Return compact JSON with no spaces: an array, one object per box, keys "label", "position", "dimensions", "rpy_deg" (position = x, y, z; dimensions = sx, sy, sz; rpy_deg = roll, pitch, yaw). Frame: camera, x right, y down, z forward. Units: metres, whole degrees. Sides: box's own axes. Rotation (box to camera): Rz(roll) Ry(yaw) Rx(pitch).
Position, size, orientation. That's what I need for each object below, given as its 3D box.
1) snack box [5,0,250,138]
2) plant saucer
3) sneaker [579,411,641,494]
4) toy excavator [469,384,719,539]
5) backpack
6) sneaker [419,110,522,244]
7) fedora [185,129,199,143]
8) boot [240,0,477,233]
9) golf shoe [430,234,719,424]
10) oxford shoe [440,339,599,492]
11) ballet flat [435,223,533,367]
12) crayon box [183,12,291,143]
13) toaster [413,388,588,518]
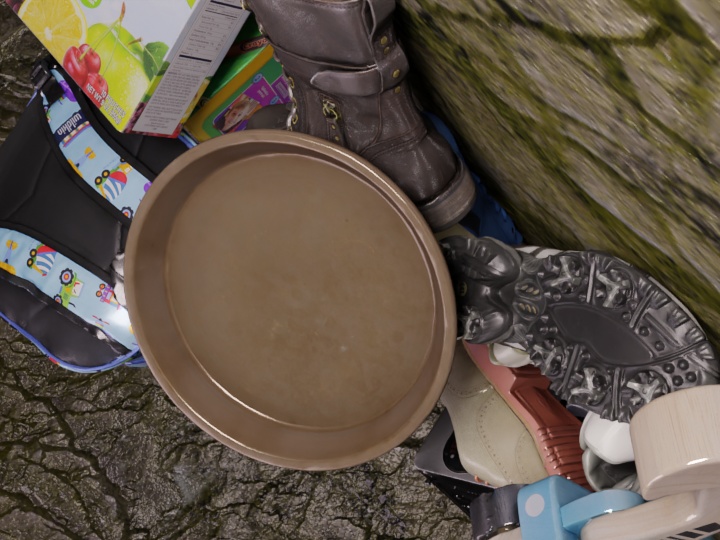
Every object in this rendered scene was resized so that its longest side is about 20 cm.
[{"label":"snack box","position":[-0.147,-0.195,0.713],"dimensions":[0.200,0.142,0.053],"rpy_deg":[46,-156,25]},{"label":"plant saucer","position":[-0.039,0.017,0.671],"dimensions":[0.200,0.200,0.029],"rpy_deg":[47,-152,1]},{"label":"sneaker","position":[0.176,0.104,0.752],"dimensions":[0.074,0.089,0.200],"rpy_deg":[45,180,30]},{"label":"toy excavator","position":[0.140,0.132,0.590],"dimensions":[0.194,0.200,0.100],"rpy_deg":[32,-140,-38]},{"label":"backpack","position":[-0.160,-0.022,0.801],"dimensions":[0.200,0.183,0.135],"rpy_deg":[32,180,32]},{"label":"sneaker","position":[0.064,-0.038,0.801],"dimensions":[0.066,0.078,0.200],"rpy_deg":[48,161,40]},{"label":"fedora","position":[-0.092,-0.119,0.978],"dimensions":[0.090,0.177,0.200],"rpy_deg":[149,97,-80]},{"label":"boot","position":[-0.026,-0.112,0.665],"dimensions":[0.200,0.069,0.174],"rpy_deg":[20,152,43]},{"label":"golf shoe","position":[0.121,0.024,0.630],"dimensions":[0.094,0.078,0.200],"rpy_deg":[6,-167,-36]},{"label":"oxford shoe","position":[0.111,0.124,0.783],"dimensions":[0.071,0.074,0.200],"rpy_deg":[13,-141,-46]},{"label":"ballet flat","position":[0.078,0.023,0.746],"dimensions":[0.200,0.070,0.069],"rpy_deg":[29,-174,-21]},{"label":"crayon box","position":[-0.063,-0.124,0.828],"dimensions":[0.058,0.119,0.200],"rpy_deg":[46,179,19]},{"label":"toaster","position":[0.174,0.173,0.955],"dimensions":[0.181,0.119,0.200],"rpy_deg":[6,148,47]}]
